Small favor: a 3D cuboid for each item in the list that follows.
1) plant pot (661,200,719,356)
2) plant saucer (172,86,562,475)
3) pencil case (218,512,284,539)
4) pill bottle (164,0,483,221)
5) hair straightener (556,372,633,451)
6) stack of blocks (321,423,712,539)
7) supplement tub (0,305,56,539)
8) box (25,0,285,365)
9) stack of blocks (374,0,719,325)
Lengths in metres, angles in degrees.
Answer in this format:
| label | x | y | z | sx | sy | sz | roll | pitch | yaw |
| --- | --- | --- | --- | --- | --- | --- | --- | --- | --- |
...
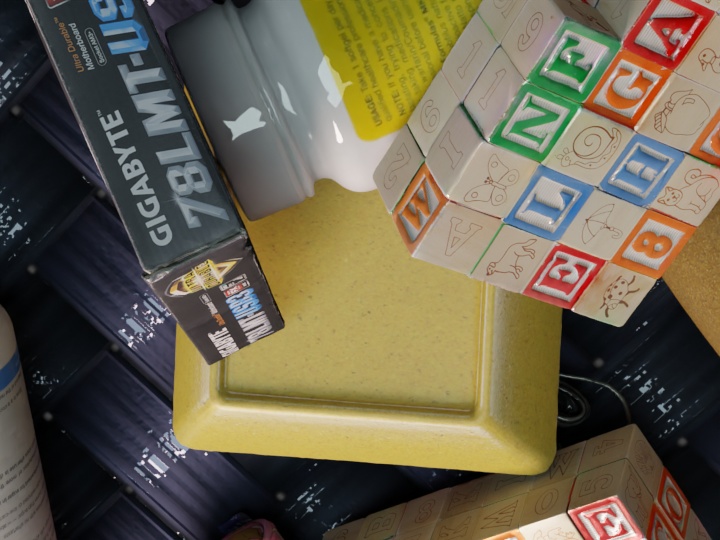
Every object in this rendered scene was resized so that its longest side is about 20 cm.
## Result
| label | x | y | z | sx | sy | sz | roll | pitch | yaw |
| --- | --- | --- | --- | --- | --- | --- | --- | --- | --- |
| plant pot | 0.242 | 0.018 | 0.811 | 0.200 | 0.186 | 0.187 | 35 | 115 | 12 |
| plant saucer | 0.000 | 0.000 | 0.874 | 0.199 | 0.048 | 0.201 | 3 | 95 | 10 |
| pencil case | -0.033 | 0.235 | 0.988 | 0.083 | 0.087 | 0.200 | -32 | 103 | 7 |
| pill bottle | 0.022 | -0.105 | 0.794 | 0.199 | 0.114 | 0.115 | -24 | 107 | -1 |
| hair straightener | 0.065 | 0.057 | 0.917 | 0.200 | 0.041 | 0.077 | 33 | 114 | 3 |
| stack of blocks | 0.082 | 0.169 | 0.925 | 0.199 | 0.059 | 0.115 | -24 | 112 | 31 |
| supplement tub | -0.235 | 0.122 | 0.956 | 0.131 | 0.132 | 0.201 | -3 | 110 | 12 |
| box | -0.098 | -0.071 | 0.765 | 0.050 | 0.199 | 0.201 | -25 | 79 | -3 |
| stack of blocks | 0.108 | -0.083 | 0.718 | 0.115 | 0.059 | 0.200 | 19 | 118 | -30 |
